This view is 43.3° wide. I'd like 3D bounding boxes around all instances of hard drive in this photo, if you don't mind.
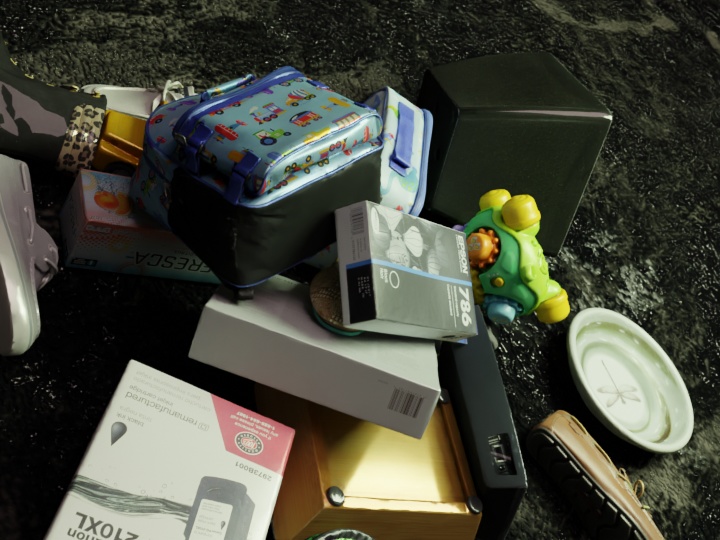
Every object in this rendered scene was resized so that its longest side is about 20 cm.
[{"bbox_3d":[0.111,0.149,0.885,0.042,0.135,0.201,-3,50,-8],"label":"hard drive"}]

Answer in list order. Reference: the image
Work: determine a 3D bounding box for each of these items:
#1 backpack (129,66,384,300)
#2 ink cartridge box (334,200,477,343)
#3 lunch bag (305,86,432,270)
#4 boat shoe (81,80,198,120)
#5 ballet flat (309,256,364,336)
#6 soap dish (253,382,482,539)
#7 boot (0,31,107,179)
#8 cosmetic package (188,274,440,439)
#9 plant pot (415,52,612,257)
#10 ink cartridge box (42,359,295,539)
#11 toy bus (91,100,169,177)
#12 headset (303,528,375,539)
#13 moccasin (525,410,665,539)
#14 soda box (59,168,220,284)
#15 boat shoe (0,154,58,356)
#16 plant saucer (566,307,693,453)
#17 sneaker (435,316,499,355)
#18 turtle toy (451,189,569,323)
[{"bbox_3d":[-0.099,-0.096,0.780,0.182,0.135,0.200,-28,49,-36],"label":"backpack"},{"bbox_3d":[0.054,0.007,0.794,0.199,0.039,0.100,12,68,-54],"label":"ink cartridge box"},{"bbox_3d":[0.008,-0.095,0.988,0.082,0.161,0.201,29,40,-19],"label":"lunch bag"},{"bbox_3d":[-0.198,-0.169,0.954,0.199,0.070,0.071,11,48,-29],"label":"boat shoe"},{"bbox_3d":[0.000,0.000,0.823,0.070,0.066,0.200,27,15,-2],"label":"ballet flat"},{"bbox_3d":[0.010,0.171,0.814,0.199,0.081,0.158,12,48,-31],"label":"soap dish"},{"bbox_3d":[-0.320,-0.177,0.859,0.150,0.073,0.201,18,45,-27],"label":"boot"},{"bbox_3d":[-0.033,0.063,0.782,0.199,0.052,0.151,20,16,-2],"label":"cosmetic package"},{"bbox_3d":[0.163,-0.156,1.130,0.176,0.201,0.200,4,33,-19],"label":"plant pot"},{"bbox_3d":[-0.146,0.187,0.660,0.144,0.084,0.201,25,42,-10],"label":"ink cartridge box"},{"bbox_3d":[-0.165,-0.106,0.914,0.199,0.078,0.065,24,42,-29],"label":"toy bus"},{"bbox_3d":[0.006,0.297,0.688,0.123,0.094,0.201,-11,79,-43],"label":"headset"},{"bbox_3d":[0.264,0.240,0.978,0.077,0.074,0.202,-22,61,-39],"label":"moccasin"},{"bbox_3d":[-0.175,-0.036,0.857,0.199,0.068,0.064,9,47,-34],"label":"soda box"},{"bbox_3d":[-0.288,-0.018,0.757,0.068,0.072,0.201,1,46,-39],"label":"boat shoe"},{"bbox_3d":[0.321,0.142,1.122,0.199,0.050,0.201,23,44,-23],"label":"plant saucer"},{"bbox_3d":[0.062,0.070,0.980,0.199,0.072,0.083,22,78,-30],"label":"sneaker"},{"bbox_3d":[0.148,-0.009,1.025,0.101,0.200,0.147,-23,103,-7],"label":"turtle toy"}]
